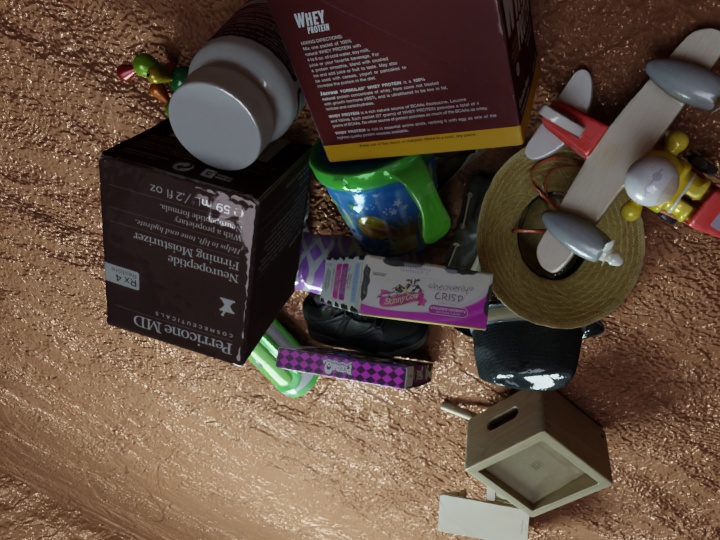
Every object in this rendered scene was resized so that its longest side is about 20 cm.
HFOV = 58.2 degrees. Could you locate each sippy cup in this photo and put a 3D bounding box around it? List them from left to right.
[{"bbox_3d":[0.028,-0.088,0.706,0.139,0.178,0.131,-10,129,15],"label":"sippy cup"}]

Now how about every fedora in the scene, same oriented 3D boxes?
[{"bbox_3d":[0.213,0.104,0.844,0.200,0.092,0.201,7,160,3],"label":"fedora"}]

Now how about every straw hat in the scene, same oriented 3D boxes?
[{"bbox_3d":[0.209,-0.037,0.721,0.201,0.201,0.085,28,174,-6],"label":"straw hat"}]

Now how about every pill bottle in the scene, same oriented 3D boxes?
[{"bbox_3d":[-0.101,-0.194,0.640,0.109,0.200,0.110,13,137,12],"label":"pill bottle"}]

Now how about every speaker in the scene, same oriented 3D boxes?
[{"bbox_3d":[-0.155,0.125,1.086,0.088,0.089,0.200,-17,125,36],"label":"speaker"}]

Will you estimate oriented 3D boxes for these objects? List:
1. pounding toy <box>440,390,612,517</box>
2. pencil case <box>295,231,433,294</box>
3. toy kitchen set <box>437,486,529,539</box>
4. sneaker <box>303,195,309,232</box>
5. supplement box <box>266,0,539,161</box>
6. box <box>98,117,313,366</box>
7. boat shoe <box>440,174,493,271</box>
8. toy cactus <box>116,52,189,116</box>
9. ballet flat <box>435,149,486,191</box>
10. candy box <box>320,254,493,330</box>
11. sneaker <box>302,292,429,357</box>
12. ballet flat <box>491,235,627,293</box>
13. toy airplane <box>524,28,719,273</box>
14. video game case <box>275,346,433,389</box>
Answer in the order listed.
[{"bbox_3d":[0.255,0.272,1.037,0.184,0.142,0.200,38,126,-17],"label":"pounding toy"},{"bbox_3d":[0.000,0.000,0.855,0.199,0.084,0.085,12,176,-15],"label":"pencil case"},{"bbox_3d":[0.247,0.459,1.262,0.163,0.180,0.201,5,96,16],"label":"toy kitchen set"},{"bbox_3d":[-0.118,-0.057,0.905,0.082,0.075,0.200,31,137,18],"label":"sneaker"},{"bbox_3d":[0.046,-0.226,0.590,0.197,0.133,0.200,-1,134,25],"label":"supplement box"},{"bbox_3d":[-0.161,-0.040,0.701,0.165,0.164,0.200,16,121,8],"label":"box"},{"bbox_3d":[0.127,-0.026,0.798,0.057,0.067,0.200,32,121,16],"label":"boat shoe"},{"bbox_3d":[-0.185,-0.189,0.777,0.165,0.102,0.200,-25,109,28],"label":"toy cactus"},{"bbox_3d":[0.085,-0.119,0.749,0.067,0.046,0.200,38,137,-15],"label":"ballet flat"},{"bbox_3d":[0.041,0.022,0.719,0.136,0.061,0.200,8,178,-14],"label":"candy box"},{"bbox_3d":[0.000,0.066,0.959,0.199,0.076,0.114,9,143,23],"label":"sneaker"},{"bbox_3d":[0.245,-0.005,0.791,0.200,0.071,0.071,-18,124,40],"label":"ballet flat"},{"bbox_3d":[0.254,-0.104,0.613,0.199,0.141,0.201,-11,108,14],"label":"toy airplane"},{"bbox_3d":[-0.003,0.147,0.999,0.199,0.036,0.181,7,176,19],"label":"video game case"}]
